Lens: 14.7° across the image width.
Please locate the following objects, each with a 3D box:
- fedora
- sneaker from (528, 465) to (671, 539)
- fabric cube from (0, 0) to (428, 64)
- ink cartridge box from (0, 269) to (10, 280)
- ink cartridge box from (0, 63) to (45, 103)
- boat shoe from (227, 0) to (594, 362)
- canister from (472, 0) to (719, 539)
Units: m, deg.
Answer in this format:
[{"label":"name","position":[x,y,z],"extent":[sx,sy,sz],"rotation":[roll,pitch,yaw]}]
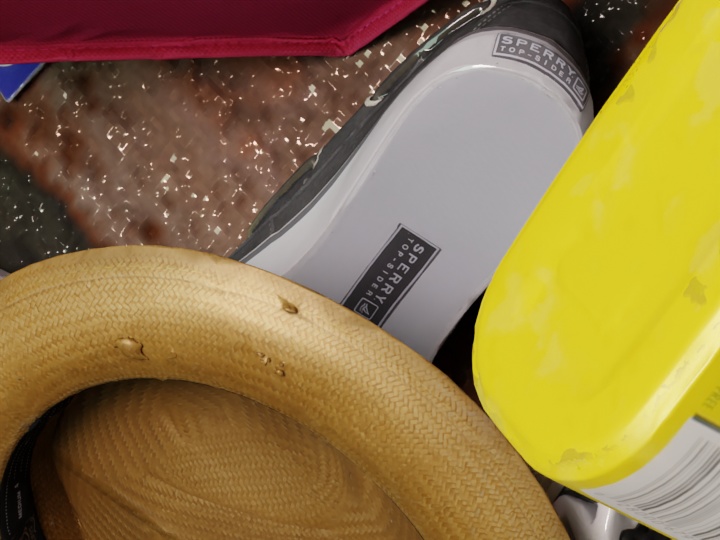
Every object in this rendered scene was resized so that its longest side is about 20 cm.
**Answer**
[{"label":"fedora","position":[-0.023,0.068,0.759],"extent":[0.199,0.082,0.202],"rotation":[10,121,16]},{"label":"sneaker","position":[0.112,0.001,0.730],"extent":[0.200,0.075,0.081],"rotation":[-39,60,19]},{"label":"fabric cube","position":[-0.054,-0.177,0.726],"extent":[0.196,0.199,0.201],"rotation":[-29,70,56]},{"label":"ink cartridge box","position":[-0.203,0.071,0.881],"extent":[0.145,0.085,0.201],"rotation":[23,99,28]},{"label":"ink cartridge box","position":[-0.143,-0.159,0.901],"extent":[0.095,0.037,0.200],"rotation":[-45,69,18]},{"label":"boat shoe","position":[0.000,0.000,0.795],"extent":[0.068,0.057,0.200],"rotation":[37,123,-12]},{"label":"canister","position":[0.139,0.017,0.628],"extent":[0.149,0.199,0.087],"rotation":[-55,35,11]}]
